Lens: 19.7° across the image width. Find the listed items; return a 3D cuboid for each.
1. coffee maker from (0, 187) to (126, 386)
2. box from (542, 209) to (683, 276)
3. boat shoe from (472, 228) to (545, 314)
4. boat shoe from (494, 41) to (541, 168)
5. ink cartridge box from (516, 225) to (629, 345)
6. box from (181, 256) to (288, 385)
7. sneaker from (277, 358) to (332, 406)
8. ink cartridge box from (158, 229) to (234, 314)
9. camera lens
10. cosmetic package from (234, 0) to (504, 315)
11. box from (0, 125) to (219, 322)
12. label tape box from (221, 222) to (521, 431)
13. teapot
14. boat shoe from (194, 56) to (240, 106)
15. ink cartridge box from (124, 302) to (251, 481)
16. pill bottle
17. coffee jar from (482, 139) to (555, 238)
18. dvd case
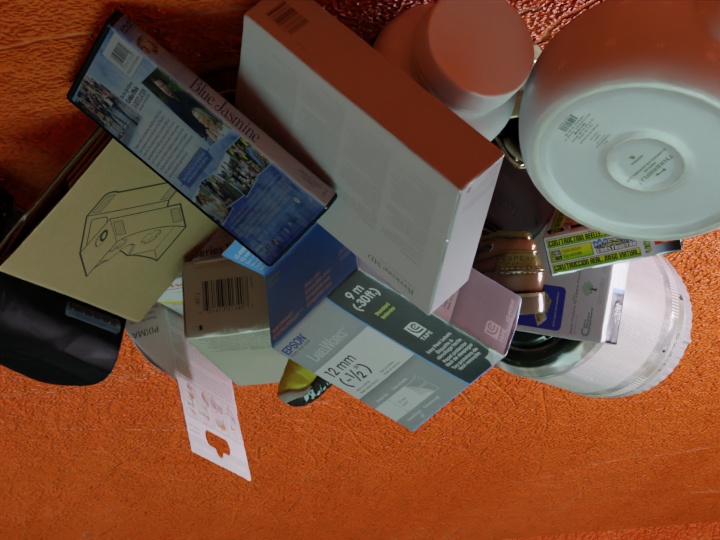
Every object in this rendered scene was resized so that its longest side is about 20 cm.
[{"bbox_3d":[-0.303,0.036,1.748,0.134,0.193,0.200,32,-179,29],"label":"coffee maker"},{"bbox_3d":[0.218,-0.050,1.737,0.109,0.035,0.200,-12,-166,14],"label":"box"},{"bbox_3d":[0.089,-0.005,1.673,0.071,0.069,0.199,-3,-176,-30],"label":"boat shoe"},{"bbox_3d":[0.130,-0.115,1.617,0.073,0.067,0.200,-12,162,18],"label":"boat shoe"},{"bbox_3d":[0.142,0.004,1.847,0.199,0.100,0.039,10,180,33],"label":"ink cartridge box"},{"bbox_3d":[-0.094,0.045,1.808,0.081,0.069,0.200,-6,165,7],"label":"box"},{"bbox_3d":[-0.020,0.018,1.678,0.076,0.201,0.075,28,-165,-7],"label":"sneaker"},{"bbox_3d":[-0.134,-0.011,1.850,0.116,0.068,0.200,-11,162,18],"label":"ink cartridge box"},{"bbox_3d":[0.205,0.032,1.950,0.159,0.161,0.199,-17,160,31],"label":"camera lens"},{"bbox_3d":[-0.001,-0.082,1.429,0.052,0.200,0.151,-39,160,-31],"label":"cosmetic package"},{"bbox_3d":[-0.185,-0.042,1.663,0.164,0.021,0.200,-49,152,7],"label":"box"},{"bbox_3d":[0.000,0.025,1.570,0.199,0.066,0.143,29,142,-15],"label":"label tape box"},{"bbox_3d":[0.205,-0.125,1.462,0.198,0.147,0.198,-5,139,19],"label":"teapot"},{"bbox_3d":[-0.064,-0.102,1.588,0.070,0.071,0.200,-13,160,23],"label":"boat shoe"},{"bbox_3d":[-0.166,0.092,1.940,0.057,0.202,0.163,-13,161,14],"label":"ink cartridge box"},{"bbox_3d":[0.044,-0.123,1.487,0.110,0.112,0.200,1,161,-23],"label":"pill bottle"},{"bbox_3d":[0.083,-0.046,1.760,0.104,0.086,0.200,37,149,-11],"label":"coffee jar"},{"bbox_3d":[-0.117,-0.090,1.480,0.200,0.018,0.143,40,155,-5],"label":"dvd case"}]
